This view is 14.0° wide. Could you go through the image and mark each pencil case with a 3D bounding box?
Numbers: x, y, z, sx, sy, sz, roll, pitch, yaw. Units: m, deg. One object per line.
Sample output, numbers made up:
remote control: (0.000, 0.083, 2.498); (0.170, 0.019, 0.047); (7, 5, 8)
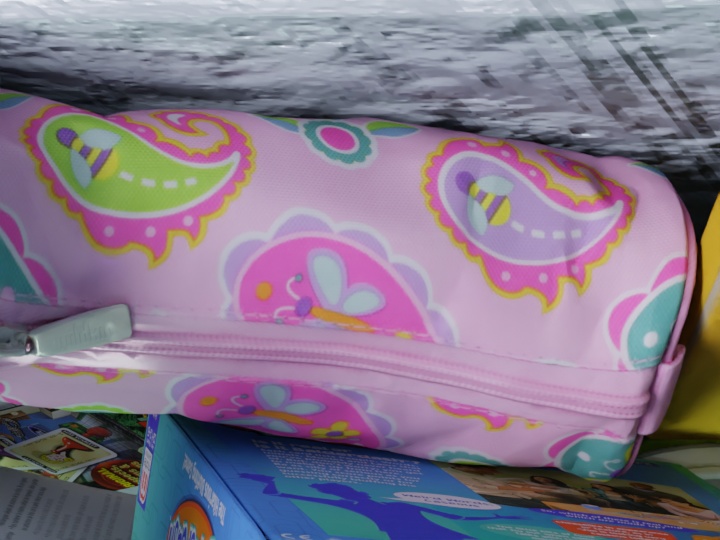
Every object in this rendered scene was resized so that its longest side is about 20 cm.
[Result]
pencil case: (-0.022, 0.003, 0.701); (0.199, 0.088, 0.087); (7, 169, -18)

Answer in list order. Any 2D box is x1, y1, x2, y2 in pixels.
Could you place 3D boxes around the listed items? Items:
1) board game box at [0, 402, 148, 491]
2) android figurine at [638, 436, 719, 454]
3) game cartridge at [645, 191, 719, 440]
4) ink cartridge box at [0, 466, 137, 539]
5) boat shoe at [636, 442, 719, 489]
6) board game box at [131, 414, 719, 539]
board game box: (-0.147, 0.022, 0.857); (0.105, 0.024, 0.200); (-12, 148, 36)
android figurine: (0.086, 0.081, 0.926); (0.181, 0.041, 0.200); (-3, 139, 3)
game cartridge: (0.167, 0.009, 0.743); (0.176, 0.033, 0.200); (0, 166, -1)
ink cartridge box: (-0.055, 0.095, 0.800); (0.199, 0.041, 0.200); (12, -176, -2)
boat shoe: (0.128, 0.111, 0.876); (0.074, 0.065, 0.202); (-26, 139, 24)
board game box: (0.033, 0.075, 0.698); (0.151, 0.045, 0.200); (8, -174, -11)
